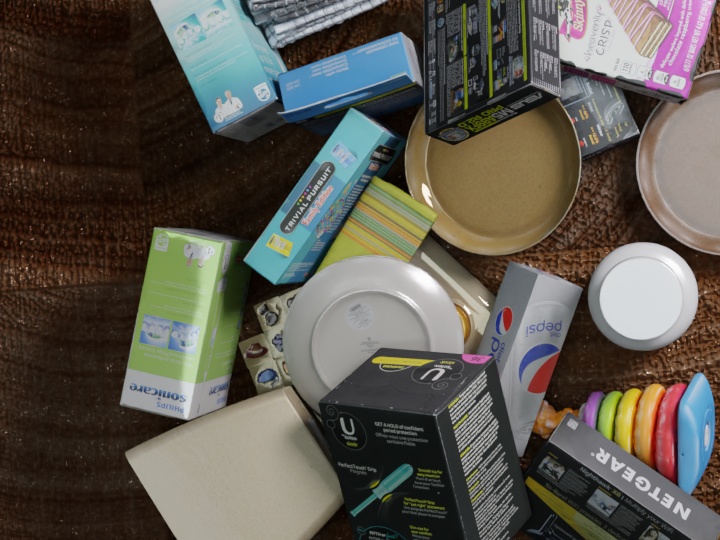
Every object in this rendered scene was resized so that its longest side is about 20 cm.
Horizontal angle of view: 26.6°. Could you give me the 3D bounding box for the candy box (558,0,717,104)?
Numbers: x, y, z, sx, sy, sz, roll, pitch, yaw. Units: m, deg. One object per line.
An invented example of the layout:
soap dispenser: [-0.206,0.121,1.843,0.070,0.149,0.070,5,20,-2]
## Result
candy box: [0.265,-0.268,1.607,0.200,0.061,0.136,16,91,6]

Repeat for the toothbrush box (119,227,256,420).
toothbrush box: [-0.190,0.056,1.708,0.086,0.146,0.200,11,94,11]

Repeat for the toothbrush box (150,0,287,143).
toothbrush box: [-0.152,-0.252,1.695,0.085,0.146,0.200,-27,85,10]

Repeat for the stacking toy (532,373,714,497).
stacking toy: [0.276,0.170,1.649,0.200,0.110,0.116,3,109,23]

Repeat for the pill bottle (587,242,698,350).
pill bottle: [0.293,0.026,1.583,0.111,0.200,0.111,0,91,12]

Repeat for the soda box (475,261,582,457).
soda box: [0.170,0.097,1.666,0.063,0.068,0.200,17,95,-27]

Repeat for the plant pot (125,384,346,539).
plant pot: [-0.114,0.230,1.678,0.177,0.200,0.200,-33,86,1]

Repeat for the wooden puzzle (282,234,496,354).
wooden puzzle: [0.038,0.062,1.707,0.185,0.046,0.200,43,96,7]

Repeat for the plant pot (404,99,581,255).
plant pot: [0.145,-0.117,1.649,0.200,0.027,0.200,3,98,24]

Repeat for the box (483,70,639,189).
box: [0.197,-0.209,1.674,0.158,0.050,0.200,-23,87,10]

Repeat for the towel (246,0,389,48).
towel: [-0.046,-0.362,1.682,0.200,0.086,0.166,-20,67,12]

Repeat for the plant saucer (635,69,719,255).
plant saucer: [0.399,-0.116,1.645,0.200,0.032,0.200,0,92,11]

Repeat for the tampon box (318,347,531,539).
tampon box: [0.069,0.198,1.592,0.150,0.126,0.200,3,117,36]

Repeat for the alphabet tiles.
alphabet tiles: [-0.042,0.115,1.750,0.166,0.006,0.200,-23,87,11]

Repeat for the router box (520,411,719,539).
router box: [0.263,0.262,1.624,0.200,0.052,0.157,35,139,8]

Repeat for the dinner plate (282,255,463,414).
dinner plate: [0.013,0.083,1.669,0.200,0.024,0.200,1,100,3]

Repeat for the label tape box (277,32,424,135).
label tape box: [-0.007,-0.202,1.639,0.143,0.200,0.066,-17,85,11]

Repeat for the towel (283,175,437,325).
towel: [0.000,0.000,1.685,0.086,0.018,0.200,34,100,13]

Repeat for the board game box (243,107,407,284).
board game box: [-0.035,-0.079,1.672,0.047,0.151,0.200,36,97,9]

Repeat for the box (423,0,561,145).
box: [0.133,-0.248,1.580,0.160,0.044,0.200,-22,61,46]
